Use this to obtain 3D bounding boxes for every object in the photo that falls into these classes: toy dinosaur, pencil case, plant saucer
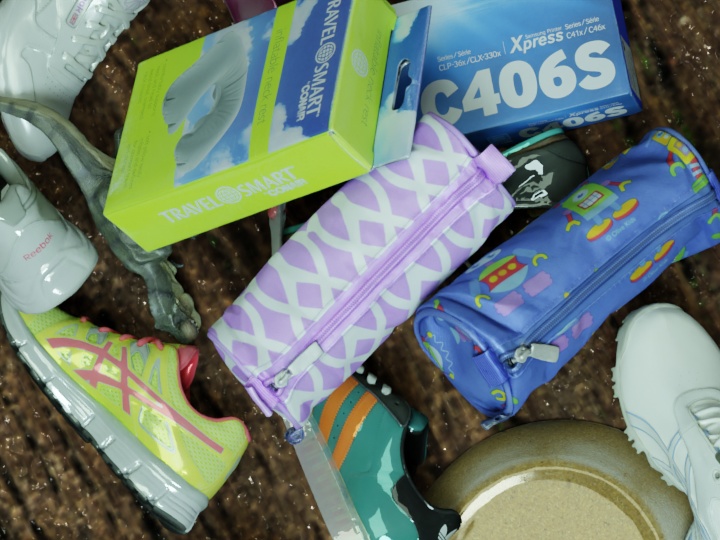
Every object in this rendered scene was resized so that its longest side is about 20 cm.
[{"bbox_3d":[-0.143,-0.052,1.393,0.088,0.047,0.200,-37,89,-29],"label":"toy dinosaur"},{"bbox_3d":[0.000,0.000,1.267,0.084,0.085,0.200,43,88,-7],"label":"pencil case"},{"bbox_3d":[0.124,0.001,1.267,0.200,0.087,0.078,-38,114,-18],"label":"pencil case"},{"bbox_3d":[0.113,0.185,1.293,0.199,0.035,0.201,-3,79,15],"label":"plant saucer"}]

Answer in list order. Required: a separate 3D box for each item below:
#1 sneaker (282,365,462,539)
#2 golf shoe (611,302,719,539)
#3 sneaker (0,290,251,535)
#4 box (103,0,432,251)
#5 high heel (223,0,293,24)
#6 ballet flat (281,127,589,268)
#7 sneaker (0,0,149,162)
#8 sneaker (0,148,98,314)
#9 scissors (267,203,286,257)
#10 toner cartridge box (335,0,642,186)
[{"bbox_3d":[-0.003,0.089,1.327,0.080,0.071,0.201,-24,66,0],"label":"sneaker"},{"bbox_3d":[0.206,0.102,1.242,0.078,0.097,0.201,-14,73,-19],"label":"golf shoe"},{"bbox_3d":[-0.145,0.068,1.378,0.090,0.078,0.200,-42,73,-9],"label":"sneaker"},{"bbox_3d":[-0.056,-0.094,1.311,0.199,0.048,0.122,-18,48,33],"label":"box"},{"bbox_3d":[-0.005,-0.215,1.391,0.199,0.067,0.096,-22,84,24],"label":"high heel"},{"bbox_3d":[0.046,-0.023,1.339,0.199,0.068,0.069,-20,83,12],"label":"ballet flat"},{"bbox_3d":[-0.183,-0.169,1.427,0.099,0.075,0.201,5,81,18],"label":"sneaker"},{"bbox_3d":[-0.242,-0.050,1.382,0.078,0.100,0.200,-45,40,-19],"label":"sneaker"},{"bbox_3d":[-0.049,-0.050,1.346,0.073,0.014,0.201,-50,36,42],"label":"scissors"},{"bbox_3d":[0.065,-0.123,1.364,0.199,0.043,0.095,-14,74,13],"label":"toner cartridge box"}]
